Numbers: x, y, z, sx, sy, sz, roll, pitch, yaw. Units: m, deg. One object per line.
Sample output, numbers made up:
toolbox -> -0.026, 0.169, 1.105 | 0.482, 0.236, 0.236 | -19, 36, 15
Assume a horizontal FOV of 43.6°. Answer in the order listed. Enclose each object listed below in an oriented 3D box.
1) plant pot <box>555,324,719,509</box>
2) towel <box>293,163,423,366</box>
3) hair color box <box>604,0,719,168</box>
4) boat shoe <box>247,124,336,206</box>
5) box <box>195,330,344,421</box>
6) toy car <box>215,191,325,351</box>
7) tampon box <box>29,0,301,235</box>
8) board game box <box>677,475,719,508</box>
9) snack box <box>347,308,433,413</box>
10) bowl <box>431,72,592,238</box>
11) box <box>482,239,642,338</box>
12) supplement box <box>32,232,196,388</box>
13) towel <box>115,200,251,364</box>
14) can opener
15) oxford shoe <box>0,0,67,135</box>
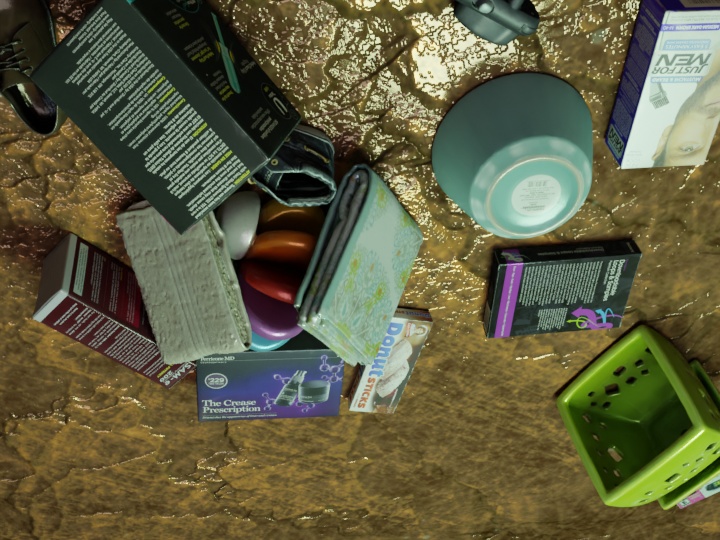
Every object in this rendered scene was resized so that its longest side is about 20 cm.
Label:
plant pot -> 0.449, 0.233, 1.353 | 0.181, 0.201, 0.199 | 22, 124, -34
towel -> 0.000, 0.000, 1.060 | 0.048, 0.201, 0.171 | 14, 163, 29
hair color box -> 0.359, -0.216, 1.020 | 0.108, 0.065, 0.201 | -4, 134, -7
boat shoe -> -0.120, -0.129, 0.992 | 0.199, 0.091, 0.071 | 9, 130, -17
box -> -0.126, 0.133, 1.237 | 0.198, 0.079, 0.142 | -1, 129, -9
toy car -> -0.102, 0.014, 1.083 | 0.174, 0.151, 0.201 | 14, 128, -22
tampon box -> -0.178, -0.166, 0.868 | 0.126, 0.150, 0.200 | -36, 104, 22
board game box -> 0.563, 0.312, 1.529 | 0.147, 0.065, 0.200 | -32, 128, 18
snack box -> 0.041, 0.133, 1.300 | 0.071, 0.024, 0.201 | 7, 130, -14
bowl -> 0.189, -0.116, 1.050 | 0.199, 0.105, 0.202 | -4, 132, -5
box -> 0.275, 0.027, 1.241 | 0.198, 0.036, 0.144 | -3, 133, -6
supplement box -> -0.296, 0.052, 1.112 | 0.061, 0.109, 0.200 | -39, 126, 23
towel -> -0.206, 0.007, 1.047 | 0.132, 0.034, 0.202 | -13, 95, 32
can opener -> 0.099, -0.291, 0.905 | 0.199, 0.064, 0.079 | 25, 124, -29
oxford shoe -> -0.336, -0.221, 0.878 | 0.072, 0.085, 0.201 | -15, 131, 6
